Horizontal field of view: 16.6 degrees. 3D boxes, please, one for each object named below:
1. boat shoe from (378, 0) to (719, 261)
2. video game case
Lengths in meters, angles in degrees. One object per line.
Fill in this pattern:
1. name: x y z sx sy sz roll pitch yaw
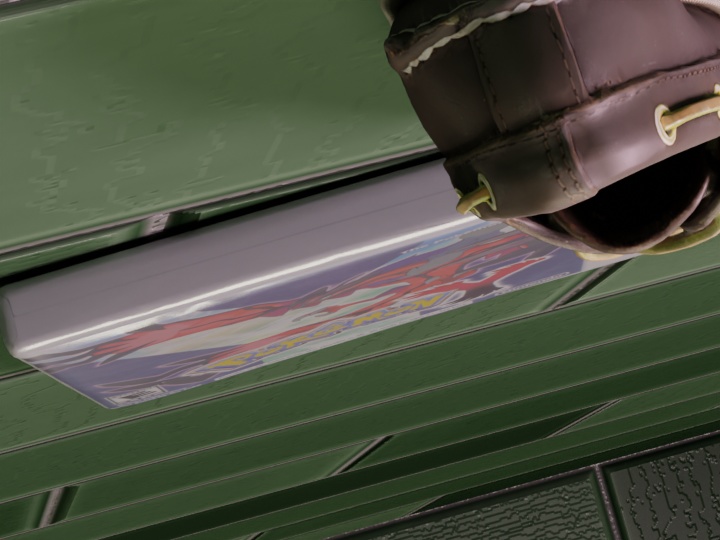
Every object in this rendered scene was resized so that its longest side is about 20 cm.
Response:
1. boat shoe: 0.049 -0.032 0.515 0.071 0.060 0.200 -18 171 10
2. video game case: 0.000 0.000 0.761 0.199 0.023 0.182 -16 171 1
